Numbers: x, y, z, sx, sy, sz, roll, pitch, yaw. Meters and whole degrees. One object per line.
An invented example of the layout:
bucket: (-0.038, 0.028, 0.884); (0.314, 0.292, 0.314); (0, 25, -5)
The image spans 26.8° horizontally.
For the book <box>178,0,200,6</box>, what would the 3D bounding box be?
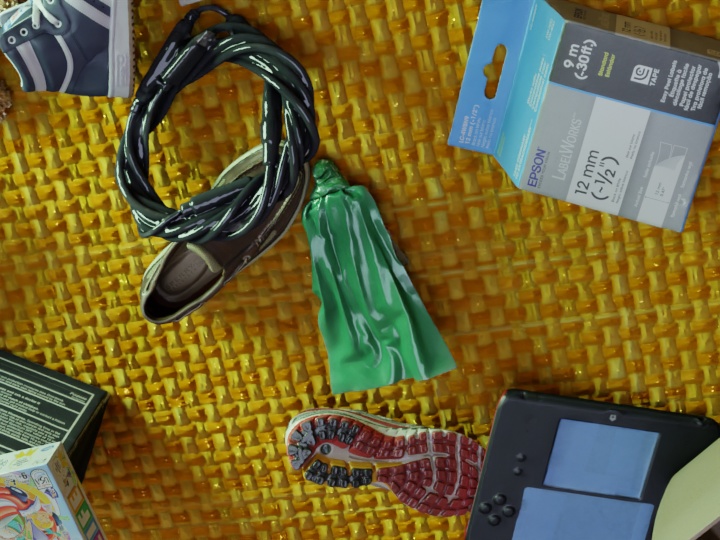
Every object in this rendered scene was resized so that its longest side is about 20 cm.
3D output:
book: (-0.070, -0.296, 1.171); (0.200, 0.048, 0.134); (-14, 115, 15)

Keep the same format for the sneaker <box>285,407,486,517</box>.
sneaker: (0.029, 0.160, 1.347); (0.200, 0.082, 0.078); (18, 97, -13)

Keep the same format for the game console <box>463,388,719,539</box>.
game console: (0.200, 0.194, 1.324); (0.200, 0.031, 0.177); (9, 117, -7)

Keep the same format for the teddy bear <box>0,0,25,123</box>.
teddy bear: (-0.353, -0.204, 1.253); (0.145, 0.067, 0.200); (16, 117, 1)

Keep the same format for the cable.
cable: (-0.121, -0.104, 1.238); (0.163, 0.051, 0.200); (37, 105, 14)

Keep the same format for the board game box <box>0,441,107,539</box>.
board game box: (-0.310, 0.223, 1.238); (0.200, 0.034, 0.135); (-14, 113, 17)

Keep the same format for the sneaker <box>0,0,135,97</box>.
sneaker: (-0.236, -0.231, 1.197); (0.108, 0.070, 0.200); (-3, 116, -11)

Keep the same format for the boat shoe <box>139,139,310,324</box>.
boat shoe: (-0.116, -0.024, 1.283); (0.075, 0.075, 0.202); (38, 116, -7)

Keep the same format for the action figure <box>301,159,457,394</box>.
action figure: (0.000, 0.000, 1.283); (0.118, 0.055, 0.200); (-15, 104, 19)

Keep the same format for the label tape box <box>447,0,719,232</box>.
label tape box: (0.176, -0.127, 1.183); (0.200, 0.066, 0.144); (15, 116, 3)

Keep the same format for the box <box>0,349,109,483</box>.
box: (-0.357, 0.166, 1.350); (0.200, 0.198, 0.123); (22, 118, 1)

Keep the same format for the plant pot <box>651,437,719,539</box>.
plant pot: (0.357, 0.209, 1.226); (0.200, 0.177, 0.200); (-42, 102, 12)
